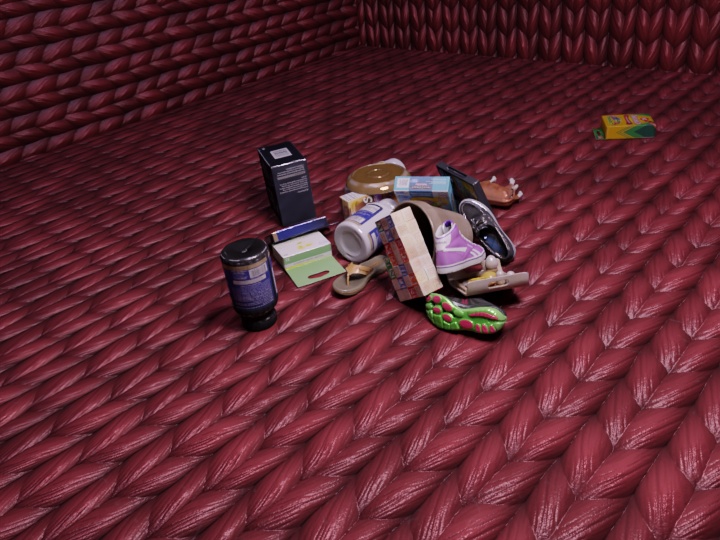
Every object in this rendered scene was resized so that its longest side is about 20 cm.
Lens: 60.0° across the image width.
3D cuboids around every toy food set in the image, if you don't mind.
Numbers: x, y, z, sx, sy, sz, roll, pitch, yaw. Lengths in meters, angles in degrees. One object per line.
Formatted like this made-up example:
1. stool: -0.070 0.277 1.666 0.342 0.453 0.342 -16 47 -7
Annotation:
1. toy food set: 0.293 0.007 1.472 0.142 0.061 0.200 -10 10 -5

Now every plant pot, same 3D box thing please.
1. plant pot: 0.187 -0.082 1.589 0.172 0.202 0.200 -8 27 -34
2. plant pot: 0.052 -0.278 1.850 0.197 0.028 0.201 -5 31 3

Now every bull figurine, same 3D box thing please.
1. bull figurine: 0.393 -0.242 1.902 0.121 0.066 0.199 -33 40 -32

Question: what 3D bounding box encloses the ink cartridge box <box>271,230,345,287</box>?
1. ink cartridge box: -0.143 -0.036 1.699 0.144 0.048 0.200 -18 30 -19

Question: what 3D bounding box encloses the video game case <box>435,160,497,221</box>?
1. video game case: 0.300 -0.196 1.725 0.025 0.201 0.181 -38 37 -6

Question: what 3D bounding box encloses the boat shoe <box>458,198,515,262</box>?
1. boat shoe: 0.320 -0.103 1.598 0.070 0.201 0.066 -39 -12 22

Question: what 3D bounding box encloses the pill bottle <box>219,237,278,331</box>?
1. pill bottle: -0.252 0.036 1.451 0.110 0.202 0.112 -5 30 3

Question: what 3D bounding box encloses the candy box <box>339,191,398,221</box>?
1. candy box: 0.040 -0.188 1.842 0.198 0.118 0.056 -23 33 -23

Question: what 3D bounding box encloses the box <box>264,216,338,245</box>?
1. box: -0.171 -0.119 1.807 0.198 0.033 0.121 -18 3 -19

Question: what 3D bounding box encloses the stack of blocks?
1. stack of blocks: 0.105 -0.036 1.465 0.058 0.202 0.115 -23 2 -26

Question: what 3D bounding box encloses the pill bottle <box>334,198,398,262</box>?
1. pill bottle: 0.030 -0.118 1.724 0.119 0.121 0.200 16 38 34

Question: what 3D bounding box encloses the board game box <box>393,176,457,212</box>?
1. board game box: 0.187 -0.195 1.755 0.149 0.200 0.047 3 69 17

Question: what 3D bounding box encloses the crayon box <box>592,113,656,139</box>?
1. crayon box: 0.952 -0.521 2.261 0.198 0.051 0.127 -1 32 12

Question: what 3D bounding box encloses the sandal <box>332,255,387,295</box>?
1. sandal: 0.000 0.000 1.598 0.080 0.055 0.199 21 41 39

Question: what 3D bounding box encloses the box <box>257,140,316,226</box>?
1. box: -0.232 -0.276 1.963 0.116 0.202 0.197 -16 32 -14

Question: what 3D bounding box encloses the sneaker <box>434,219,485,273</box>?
1. sneaker: 0.236 -0.066 1.472 0.072 0.116 0.200 -8 6 33

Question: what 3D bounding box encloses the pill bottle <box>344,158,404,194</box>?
1. pill bottle: 0.053 -0.279 1.993 0.114 0.115 0.199 20 40 38

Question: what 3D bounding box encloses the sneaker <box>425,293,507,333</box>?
1. sneaker: 0.233 0.096 1.390 0.198 0.078 0.083 16 15 33
